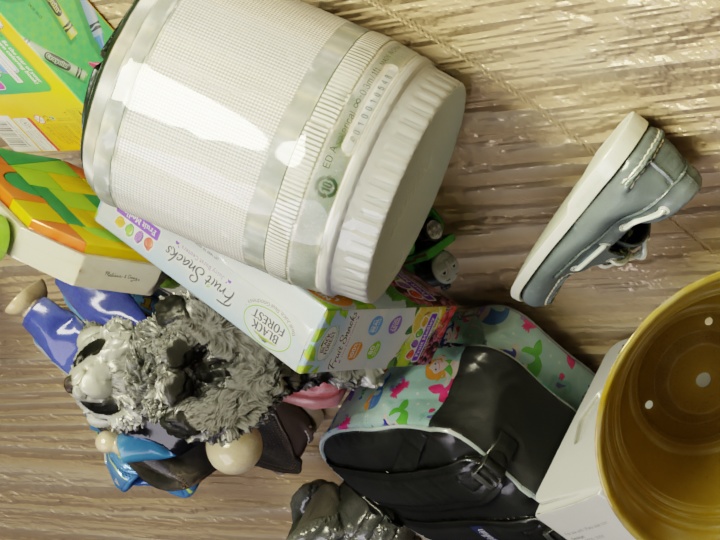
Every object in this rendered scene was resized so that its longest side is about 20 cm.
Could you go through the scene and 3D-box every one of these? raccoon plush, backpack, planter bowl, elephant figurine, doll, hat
[{"bbox_3d":[-0.099,0.077,1.568,0.200,0.097,0.134,15,167,-30],"label":"raccoon plush"},{"bbox_3d":[0.077,0.119,1.648,0.178,0.151,0.200,39,148,-23],"label":"backpack"},{"bbox_3d":[0.227,0.080,1.456,0.200,0.200,0.083,41,-176,-22],"label":"planter bowl"},{"bbox_3d":[0.000,0.213,1.881,0.141,0.155,0.200,-5,168,-9],"label":"elephant figurine"},{"bbox_3d":[-0.146,0.066,1.617,0.200,0.136,0.048,43,-164,5],"label":"doll"},{"bbox_3d":[-0.143,0.110,1.703,0.201,0.081,0.201,32,156,16],"label":"hat"}]

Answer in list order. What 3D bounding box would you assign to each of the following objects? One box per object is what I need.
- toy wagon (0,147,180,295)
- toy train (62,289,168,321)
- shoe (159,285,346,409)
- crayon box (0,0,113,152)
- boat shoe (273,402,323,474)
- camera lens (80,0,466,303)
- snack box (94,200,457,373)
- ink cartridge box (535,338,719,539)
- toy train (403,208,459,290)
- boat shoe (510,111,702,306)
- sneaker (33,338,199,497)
[{"bbox_3d":[-0.212,-0.042,1.576,0.155,0.040,0.200,9,-157,-41],"label":"toy wagon"},{"bbox_3d":[-0.139,0.013,1.749,0.200,0.087,0.114,28,149,3],"label":"toy train"},{"bbox_3d":[-0.093,0.026,1.656,0.200,0.071,0.091,26,141,21],"label":"shoe"},{"bbox_3d":[-0.239,-0.163,1.562,0.119,0.058,0.200,1,142,43],"label":"crayon box"},{"bbox_3d":[-0.113,0.086,1.875,0.200,0.060,0.072,44,150,-27],"label":"boat shoe"},{"bbox_3d":[-0.056,-0.085,1.410,0.200,0.160,0.160,23,153,10],"label":"camera lens"},{"bbox_3d":[-0.056,-0.006,1.522,0.200,0.053,0.142,35,-158,31],"label":"snack box"},{"bbox_3d":[0.235,0.150,1.558,0.200,0.145,0.085,36,152,-14],"label":"ink cartridge box"},{"bbox_3d":[0.000,0.000,1.623,0.200,0.042,0.056,-14,107,54],"label":"toy train"},{"bbox_3d":[0.147,-0.022,1.424,0.062,0.073,0.200,32,148,1],"label":"boat shoe"},{"bbox_3d":[-0.202,0.120,1.970,0.200,0.105,0.076,30,153,-3],"label":"sneaker"}]
